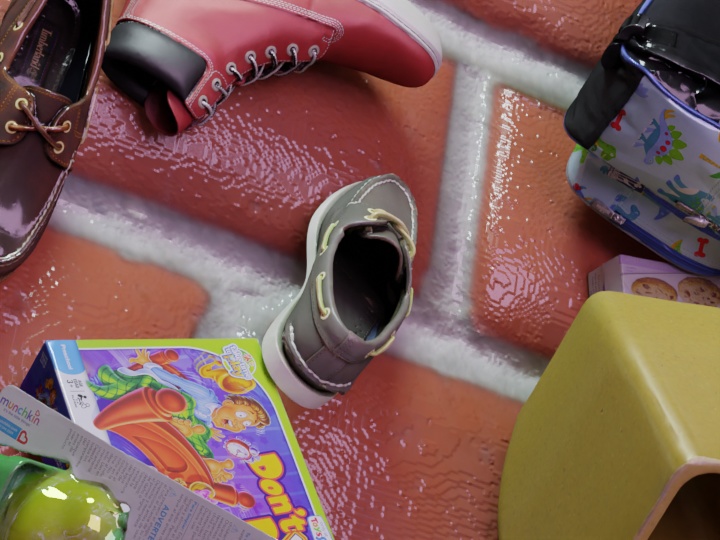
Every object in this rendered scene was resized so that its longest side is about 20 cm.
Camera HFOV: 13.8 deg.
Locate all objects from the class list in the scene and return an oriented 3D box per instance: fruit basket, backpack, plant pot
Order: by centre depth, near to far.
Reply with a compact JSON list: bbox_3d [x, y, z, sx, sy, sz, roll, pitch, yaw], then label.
[{"bbox_3d":[-0.149,0.179,1.516,0.200,0.094,0.186,26,89,25],"label":"fruit basket"},{"bbox_3d":[0.192,0.122,1.757,0.195,0.195,0.200,9,37,-28],"label":"plant pot"},{"bbox_3d":[0.242,-0.087,1.885,0.200,0.147,0.183,34,43,3],"label":"backpack"}]

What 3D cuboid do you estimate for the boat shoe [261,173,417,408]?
[{"bbox_3d":[0.002,0.002,1.742,0.072,0.060,0.202,43,35,-14],"label":"boat shoe"}]

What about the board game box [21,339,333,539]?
[{"bbox_3d":[-0.092,0.130,1.624,0.134,0.045,0.200,0,52,-32],"label":"board game box"}]

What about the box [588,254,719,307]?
[{"bbox_3d":[0.239,0.027,1.919,0.199,0.039,0.042,11,66,-28],"label":"box"}]

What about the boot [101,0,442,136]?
[{"bbox_3d":[-0.054,-0.122,1.783,0.199,0.072,0.145,23,61,-13],"label":"boot"}]

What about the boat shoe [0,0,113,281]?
[{"bbox_3d":[-0.189,-0.090,1.687,0.070,0.070,0.201,23,62,-23],"label":"boat shoe"}]
